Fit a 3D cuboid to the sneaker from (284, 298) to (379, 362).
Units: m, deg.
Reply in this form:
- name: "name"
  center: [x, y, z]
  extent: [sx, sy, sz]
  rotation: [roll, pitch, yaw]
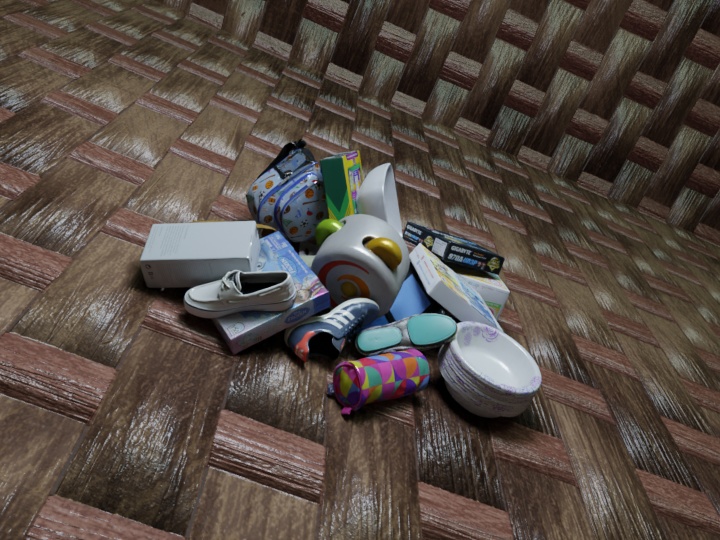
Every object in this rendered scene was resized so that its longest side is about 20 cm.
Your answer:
- name: "sneaker"
  center: [-0.038, 0.117, 1.333]
  extent: [0.196, 0.076, 0.085]
  rotation: [-20, 44, -26]

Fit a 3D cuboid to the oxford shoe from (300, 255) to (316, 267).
- name: "oxford shoe"
  center: [-0.061, 0.003, 1.566]
  extent: [0.195, 0.059, 0.075]
  rotation: [-1, 19, -30]

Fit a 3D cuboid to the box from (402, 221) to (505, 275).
- name: "box"
  center: [0.217, -0.052, 1.699]
  extent: [0.197, 0.047, 0.158]
  rotation: [13, 12, -38]

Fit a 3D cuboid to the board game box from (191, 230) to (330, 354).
- name: "board game box"
  center: [-0.186, 0.033, 1.320]
  extent: [0.196, 0.044, 0.200]
  rotation: [-26, 48, -21]

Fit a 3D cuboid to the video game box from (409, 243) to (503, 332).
- name: "video game box"
  center: [0.200, 0.049, 1.541]
  extent: [0.199, 0.047, 0.183]
  rotation: [38, 12, -24]

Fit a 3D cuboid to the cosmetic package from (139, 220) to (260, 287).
- name: "cosmetic package"
  center: [-0.284, -0.028, 1.309]
  extent: [0.194, 0.075, 0.103]
  rotation: [0, 44, 3]

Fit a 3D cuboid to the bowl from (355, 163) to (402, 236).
- name: "bowl"
  center: [0.042, -0.125, 1.641]
  extent: [0.072, 0.205, 0.201]
  rotation: [-5, 23, 12]

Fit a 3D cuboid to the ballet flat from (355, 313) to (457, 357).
- name: "ballet flat"
  center: [0.088, 0.128, 1.392]
  extent: [0.195, 0.074, 0.073]
  rotation: [-10, 27, 2]

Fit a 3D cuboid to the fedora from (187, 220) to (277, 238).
- name: "fedora"
  center: [-0.258, -0.051, 1.441]
  extent: [0.194, 0.084, 0.201]
  rotation: [3, -1, 0]

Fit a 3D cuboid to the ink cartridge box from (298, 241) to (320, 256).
- name: "ink cartridge box"
  center: [-0.040, -0.041, 1.672]
  extent: [0.195, 0.069, 0.117]
  rotation: [19, 25, -13]

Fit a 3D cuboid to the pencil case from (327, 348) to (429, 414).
- name: "pencil case"
  center: [0.036, 0.191, 1.280]
  extent: [0.197, 0.090, 0.088]
  rotation: [-5, 37, -45]

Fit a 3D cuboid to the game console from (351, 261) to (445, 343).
- name: "game console"
  center: [0.053, 0.064, 1.506]
  extent: [0.118, 0.170, 0.201]
  rotation: [39, 13, -36]

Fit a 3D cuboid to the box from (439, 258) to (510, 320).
- name: "box"
  center: [0.233, 0.044, 1.711]
  extent: [0.195, 0.103, 0.113]
  rotation: [17, 20, -16]

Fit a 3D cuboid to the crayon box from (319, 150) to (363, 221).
- name: "crayon box"
  center: [-0.032, -0.169, 1.622]
  extent: [0.057, 0.178, 0.200]
  rotation: [-6, 11, 11]

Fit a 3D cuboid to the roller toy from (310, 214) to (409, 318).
- name: "roller toy"
  center: [0.000, 0.000, 1.433]
  extent: [0.195, 0.186, 0.141]
  rotation: [6, 40, 22]

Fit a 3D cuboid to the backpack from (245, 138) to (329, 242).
- name: "backpack"
  center: [-0.154, -0.151, 1.637]
  extent: [0.155, 0.188, 0.202]
  rotation: [57, -5, 47]

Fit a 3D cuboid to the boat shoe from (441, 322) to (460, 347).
- name: "boat shoe"
  center: [0.229, 0.140, 1.578]
  extent: [0.073, 0.061, 0.199]
  rotation: [34, 26, 20]

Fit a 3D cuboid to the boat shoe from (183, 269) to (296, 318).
- name: "boat shoe"
  center: [-0.208, 0.033, 1.241]
  extent: [0.194, 0.067, 0.073]
  rotation: [0, 44, 6]

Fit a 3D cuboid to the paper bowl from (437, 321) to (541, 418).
- name: "paper bowl"
  center: [0.240, 0.201, 1.408]
  extent: [0.196, 0.106, 0.202]
  rotation: [20, 30, -12]
